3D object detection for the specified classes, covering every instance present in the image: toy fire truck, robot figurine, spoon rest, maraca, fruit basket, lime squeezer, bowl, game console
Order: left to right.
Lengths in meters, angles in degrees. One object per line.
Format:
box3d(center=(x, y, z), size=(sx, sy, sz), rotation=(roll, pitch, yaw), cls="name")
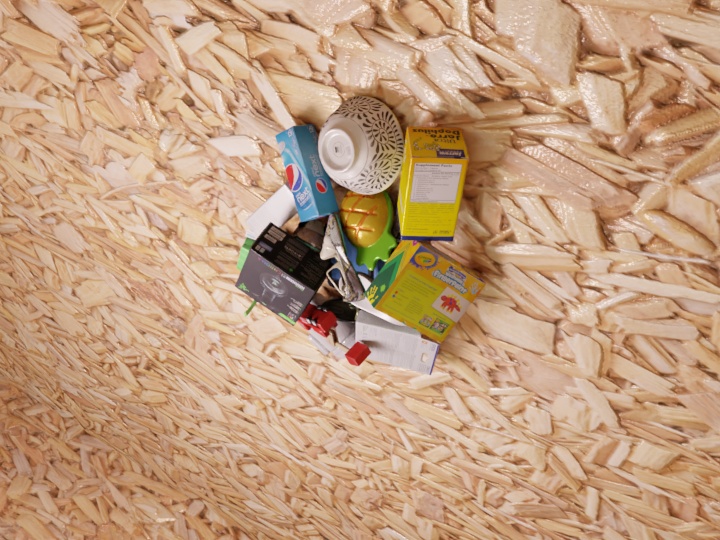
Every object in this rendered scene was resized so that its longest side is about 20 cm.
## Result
box3d(center=(-0.230, 0.065, 1.775), size=(0.038, 0.200, 0.071), rotation=(-43, 69, 39), cls="lime squeezer")
box3d(center=(-0.216, -0.021, 1.769), size=(0.200, 0.094, 0.185), rotation=(18, 145, -6), cls="fruit basket")
box3d(center=(-0.075, 0.149, 1.638), size=(0.200, 0.049, 0.141), rotation=(15, 145, 53), cls="toy fire truck")
box3d(center=(-0.064, 0.148, 1.766), size=(0.200, 0.113, 0.170), rotation=(43, 119, -2), cls="robot figurine")
box3d(center=(-0.020, -0.246, 1.367), size=(0.201, 0.094, 0.201), rotation=(13, 112, 34), cls="bowl")
box3d(center=(0.000, 0.000, 1.583), size=(0.171, 0.118, 0.200), rotation=(-121, 22, -46), cls="game console")
box3d(center=(0.018, -0.100, 1.466), size=(0.137, 0.107, 0.200), rotation=(-31, 64, 36), cls="maraca")
box3d(center=(0.040, 0.067, 1.528), size=(0.200, 0.061, 0.099), rotation=(27, 135, 4), cls="spoon rest")

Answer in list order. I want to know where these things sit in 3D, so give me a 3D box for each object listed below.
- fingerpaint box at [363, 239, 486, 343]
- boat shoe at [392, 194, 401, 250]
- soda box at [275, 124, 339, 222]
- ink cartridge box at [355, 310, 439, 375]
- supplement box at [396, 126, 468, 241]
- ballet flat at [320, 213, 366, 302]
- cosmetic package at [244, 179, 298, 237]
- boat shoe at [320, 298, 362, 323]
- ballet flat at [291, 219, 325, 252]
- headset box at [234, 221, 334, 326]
box3d(center=(0.137, 0.038, 1.437), size=(0.200, 0.073, 0.167), rotation=(28, 104, -30), cls="fingerpaint box")
box3d(center=(0.100, -0.083, 1.483), size=(0.072, 0.069, 0.200), rotation=(22, 135, 20), cls="boat shoe")
box3d(center=(-0.116, -0.212, 1.481), size=(0.064, 0.068, 0.200), rotation=(-16, 91, 43), cls="soda box")
box3d(center=(0.087, 0.175, 1.621), size=(0.200, 0.041, 0.200), rotation=(15, 151, 7), cls="ink cartridge box")
box3d(center=(0.137, -0.167, 1.327), size=(0.109, 0.110, 0.200), rotation=(1, 132, -4), cls="supplement box")
box3d(center=(-0.048, -0.021, 1.467), size=(0.072, 0.072, 0.200), rotation=(-15, 97, 43), cls="ballet flat")
box3d(center=(-0.179, -0.156, 1.601), size=(0.071, 0.101, 0.200), rotation=(49, 137, -8), cls="cosmetic package")
box3d(center=(-0.003, 0.102, 1.668), size=(0.201, 0.066, 0.072), rotation=(2, 92, 8), cls="boat shoe")
box3d(center=(-0.119, -0.089, 1.586), size=(0.068, 0.067, 0.200), rotation=(27, 179, -21), cls="ballet flat")
box3d(center=(-0.180, 0.015, 1.554), size=(0.174, 0.093, 0.200), rotation=(34, 145, -2), cls="headset box")
